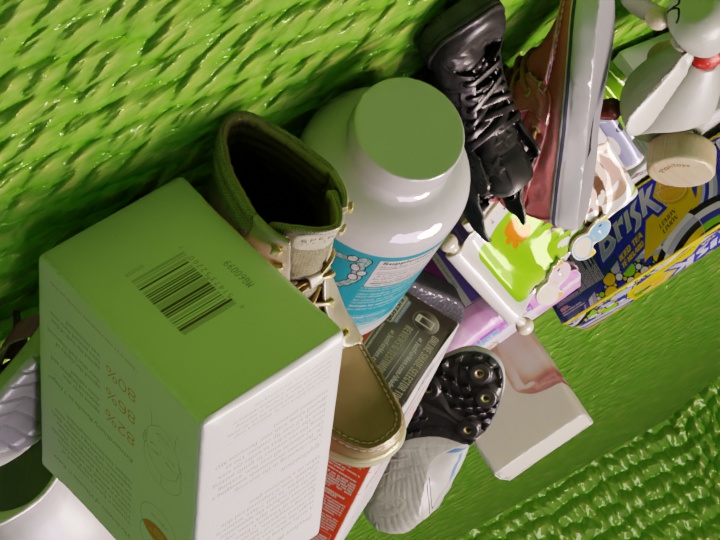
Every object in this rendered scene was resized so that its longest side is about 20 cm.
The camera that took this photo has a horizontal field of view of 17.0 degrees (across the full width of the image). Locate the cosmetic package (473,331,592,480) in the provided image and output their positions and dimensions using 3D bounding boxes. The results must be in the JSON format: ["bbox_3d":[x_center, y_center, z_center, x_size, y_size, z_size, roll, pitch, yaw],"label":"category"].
[{"bbox_3d":[0.092,0.059,1.907,0.087,0.201,0.103,-34,169,4],"label":"cosmetic package"}]

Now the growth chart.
[{"bbox_3d":[0.142,-0.058,1.734,0.144,0.018,0.200,34,93,-41],"label":"growth chart"}]

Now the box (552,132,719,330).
[{"bbox_3d":[0.233,-0.033,1.864,0.199,0.065,0.070,-33,165,15],"label":"box"}]

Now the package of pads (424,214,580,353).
[{"bbox_3d":[0.056,0.014,1.829,0.199,0.121,0.076,-35,162,3],"label":"package of pads"}]

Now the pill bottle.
[{"bbox_3d":[0.001,-0.042,1.503,0.110,0.111,0.200,-27,165,-28],"label":"pill bottle"}]

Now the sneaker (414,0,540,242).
[{"bbox_3d":[0.079,-0.094,1.514,0.060,0.104,0.200,-32,168,-17],"label":"sneaker"}]

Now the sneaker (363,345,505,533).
[{"bbox_3d":[0.054,0.118,1.810,0.200,0.072,0.073,-61,-179,42],"label":"sneaker"}]

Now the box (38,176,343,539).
[{"bbox_3d":[-0.103,0.077,1.410,0.106,0.152,0.201,-32,150,-29],"label":"box"}]

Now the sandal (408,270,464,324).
[{"bbox_3d":[0.000,0.001,1.710,0.076,0.043,0.200,-34,143,14],"label":"sandal"}]

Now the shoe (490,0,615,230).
[{"bbox_3d":[0.114,-0.117,1.604,0.072,0.090,0.201,-64,162,-46],"label":"shoe"}]

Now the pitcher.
[{"bbox_3d":[-0.213,0.141,1.670,0.172,0.121,0.200,-46,160,-16],"label":"pitcher"}]

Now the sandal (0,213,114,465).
[{"bbox_3d":[-0.186,0.038,1.462,0.203,0.050,0.082,-52,153,14],"label":"sandal"}]

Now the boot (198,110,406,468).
[{"bbox_3d":[-0.032,0.013,1.420,0.072,0.200,0.155,-33,167,-26],"label":"boot"}]

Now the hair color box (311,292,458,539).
[{"bbox_3d":[-0.007,0.118,1.719,0.111,0.064,0.201,-53,172,-47],"label":"hair color box"}]

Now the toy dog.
[{"bbox_3d":[0.198,-0.137,1.635,0.096,0.132,0.201,0,138,4],"label":"toy dog"}]

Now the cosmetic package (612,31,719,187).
[{"bbox_3d":[0.211,-0.103,1.883,0.112,0.081,0.200,-24,163,-33],"label":"cosmetic package"}]
